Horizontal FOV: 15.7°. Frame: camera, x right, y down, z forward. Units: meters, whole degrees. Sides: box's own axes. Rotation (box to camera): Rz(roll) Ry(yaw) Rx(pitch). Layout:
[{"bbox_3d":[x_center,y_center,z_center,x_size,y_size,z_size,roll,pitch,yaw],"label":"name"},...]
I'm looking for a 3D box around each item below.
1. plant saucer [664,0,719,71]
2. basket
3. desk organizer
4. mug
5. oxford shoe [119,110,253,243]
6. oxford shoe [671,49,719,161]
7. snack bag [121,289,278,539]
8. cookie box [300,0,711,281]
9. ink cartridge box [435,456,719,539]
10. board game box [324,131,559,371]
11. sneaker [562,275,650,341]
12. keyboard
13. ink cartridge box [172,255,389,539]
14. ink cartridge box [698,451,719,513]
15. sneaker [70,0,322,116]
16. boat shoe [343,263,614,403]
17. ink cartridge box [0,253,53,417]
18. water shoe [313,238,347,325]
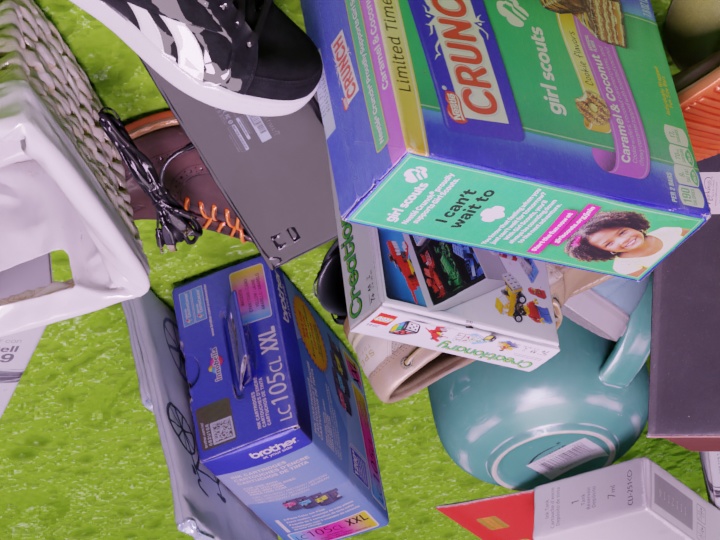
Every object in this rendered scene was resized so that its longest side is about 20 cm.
[{"bbox_3d":[0.281,-0.147,1.545,0.199,0.031,0.200,-7,149,-4],"label":"plant saucer"},{"bbox_3d":[-0.213,-0.065,1.455,0.135,0.124,0.200,-15,149,9],"label":"basket"},{"bbox_3d":[0.224,0.009,1.603,0.071,0.201,0.077,-2,167,25],"label":"desk organizer"},{"bbox_3d":[0.124,0.073,1.779,0.151,0.115,0.185,-4,149,-8],"label":"mug"},{"bbox_3d":[-0.086,-0.052,1.559,0.199,0.073,0.071,-12,149,4],"label":"oxford shoe"},{"bbox_3d":[0.166,-0.096,1.550,0.071,0.073,0.200,14,147,-40],"label":"oxford shoe"},{"bbox_3d":[-0.101,0.120,1.715,0.021,0.201,0.189,-23,148,10],"label":"snack bag"},{"bbox_3d":[0.077,-0.095,1.439,0.199,0.172,0.075,10,142,-29],"label":"cookie box"},{"bbox_3d":[0.177,0.202,1.825,0.176,0.045,0.200,-18,144,33],"label":"ink cartridge box"},{"bbox_3d":[0.042,-0.048,1.477,0.126,0.201,0.035,14,144,-33],"label":"board game box"},{"bbox_3d":[0.108,-0.037,1.661,0.200,0.082,0.074,35,173,-33],"label":"sneaker"},{"bbox_3d":[-0.084,-0.080,1.489,0.127,0.021,0.200,-26,122,6],"label":"keyboard"},{"bbox_3d":[-0.058,0.084,1.726,0.076,0.137,0.200,-21,147,14],"label":"ink cartridge box"},{"bbox_3d":[0.270,0.088,1.810,0.083,0.146,0.200,-9,150,5],"label":"ink cartridge box"},{"bbox_3d":[-0.082,-0.160,1.345,0.199,0.073,0.112,30,135,-22],"label":"sneaker"},{"bbox_3d":[0.091,0.022,1.578,0.199,0.065,0.072,-21,155,-9],"label":"boat shoe"},{"bbox_3d":[-0.287,0.036,1.638,0.145,0.084,0.200,4,146,-22],"label":"ink cartridge box"},{"bbox_3d":[0.000,0.000,1.633,0.079,0.072,0.200,-30,167,-22],"label":"water shoe"}]
